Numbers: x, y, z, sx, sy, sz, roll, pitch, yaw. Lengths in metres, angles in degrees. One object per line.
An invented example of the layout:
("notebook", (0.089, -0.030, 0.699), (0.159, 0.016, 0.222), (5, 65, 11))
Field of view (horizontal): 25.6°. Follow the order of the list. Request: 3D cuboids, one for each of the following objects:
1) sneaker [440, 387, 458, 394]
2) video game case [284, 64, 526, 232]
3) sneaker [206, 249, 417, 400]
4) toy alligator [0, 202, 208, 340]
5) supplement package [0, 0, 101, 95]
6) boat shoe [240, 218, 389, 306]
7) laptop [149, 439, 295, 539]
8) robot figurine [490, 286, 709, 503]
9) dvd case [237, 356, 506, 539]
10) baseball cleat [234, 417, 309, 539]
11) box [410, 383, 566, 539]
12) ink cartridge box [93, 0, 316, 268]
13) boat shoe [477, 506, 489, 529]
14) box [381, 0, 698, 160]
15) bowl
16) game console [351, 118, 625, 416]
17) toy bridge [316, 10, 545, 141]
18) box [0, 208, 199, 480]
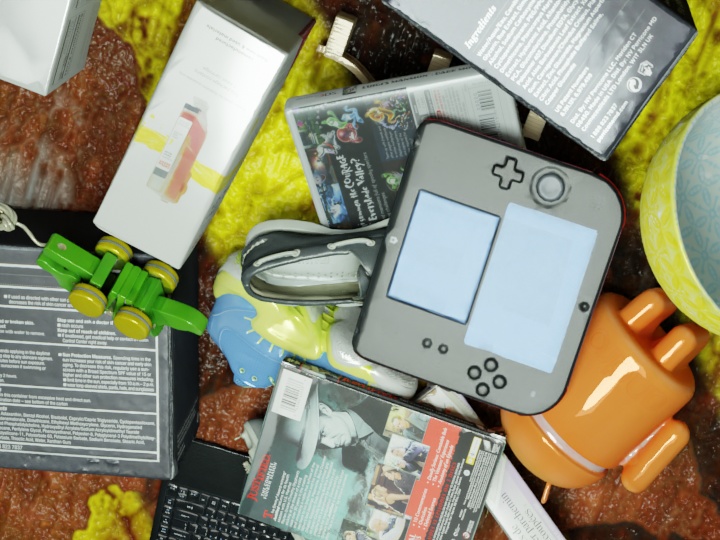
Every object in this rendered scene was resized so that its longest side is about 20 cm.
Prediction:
("sneaker", (0.126, 0.010, 1.300), (0.074, 0.079, 0.200), (42, 107, -3))
("video game case", (0.050, -0.070, 1.294), (0.179, 0.023, 0.202), (-9, 128, 11))
("sneaker", (-0.048, 0.071, 1.369), (0.199, 0.076, 0.106), (36, 119, 8))
("toy alligator", (-0.213, 0.006, 1.255), (0.198, 0.060, 0.054), (27, 148, -2))
("supplement package", (-0.281, -0.269, 1.268), (0.154, 0.111, 0.202), (20, 109, 1))
("boat shoe", (0.000, 0.000, 1.300), (0.197, 0.061, 0.076), (-3, 128, 6))
("laptop", (-0.117, 0.277, 1.426), (0.175, 0.103, 0.202), (15, 110, 3))
("robot figurine", (0.195, 0.098, 1.314), (0.143, 0.117, 0.200), (36, 112, -20))
("dvd case", (0.008, 0.171, 1.329), (0.198, 0.022, 0.148), (18, 107, 4))
("baseball cleat", (-0.026, 0.205, 1.401), (0.106, 0.070, 0.202), (-28, 93, -9))
("box", (0.116, 0.180, 1.355), (0.039, 0.041, 0.201), (-36, 92, -2))
("ink cartridge box", (-0.124, -0.122, 1.275), (0.083, 0.145, 0.201), (29, 110, -3))
("boat shoe", (0.030, 0.161, 1.384), (0.199, 0.068, 0.072), (34, 110, -3))
("box", (0.136, -0.203, 1.180), (0.199, 0.197, 0.118), (34, 109, -3))
("bowl", (0.286, -0.033, 1.248), (0.201, 0.200, 0.107), (54, 149, -10))
("game console", (0.101, 0.001, 1.245), (0.175, 0.031, 0.202), (18, 102, 1))
("toy bridge", (0.057, -0.147, 1.300), (0.198, 0.027, 0.068), (21, 111, 2))
("box", (-0.243, 0.058, 1.362), (0.197, 0.123, 0.201), (4, 109, 5))
